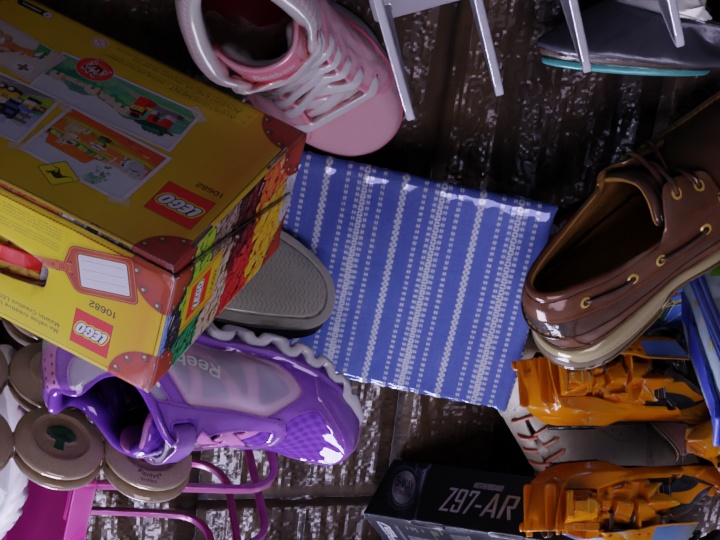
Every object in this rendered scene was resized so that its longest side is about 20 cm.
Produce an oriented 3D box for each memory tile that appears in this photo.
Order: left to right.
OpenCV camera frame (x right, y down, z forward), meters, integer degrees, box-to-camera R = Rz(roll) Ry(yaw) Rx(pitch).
[{"bbox_3d":[-0.191,0.055,1.497,0.199,0.154,0.017,8,133,-18],"label":"memory tile"}]

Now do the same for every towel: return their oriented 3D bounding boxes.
[{"bbox_3d":[0.000,0.000,1.538,0.198,0.024,0.146,12,125,2],"label":"towel"}]

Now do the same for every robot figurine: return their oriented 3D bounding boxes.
[{"bbox_3d":[0.176,0.100,1.576,0.199,0.146,0.058,1,174,-35],"label":"robot figurine"}]

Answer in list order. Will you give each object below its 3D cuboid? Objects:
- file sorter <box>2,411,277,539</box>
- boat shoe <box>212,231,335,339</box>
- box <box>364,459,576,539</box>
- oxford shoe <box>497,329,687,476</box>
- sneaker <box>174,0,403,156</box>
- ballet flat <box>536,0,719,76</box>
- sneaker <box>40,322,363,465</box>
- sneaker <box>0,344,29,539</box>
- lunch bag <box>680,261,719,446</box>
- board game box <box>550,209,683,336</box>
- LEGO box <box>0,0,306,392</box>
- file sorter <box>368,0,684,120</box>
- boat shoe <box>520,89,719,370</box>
[{"bbox_3d":[-0.129,0.149,1.597,0.124,0.139,0.201,3,129,-16],"label":"file sorter"},{"bbox_3d":[-0.113,0.002,1.512,0.198,0.072,0.068,10,149,-4],"label":"boat shoe"},{"bbox_3d":[0.114,0.199,1.682,0.159,0.044,0.200,4,142,40],"label":"box"},{"bbox_3d":[0.117,0.085,1.614,0.199,0.074,0.071,33,151,-30],"label":"oxford shoe"},{"bbox_3d":[-0.038,-0.108,1.423,0.075,0.105,0.200,-29,129,12],"label":"sneaker"},{"bbox_3d":[0.194,-0.132,1.474,0.198,0.073,0.073,7,128,-7],"label":"ballet flat"},{"bbox_3d":[-0.091,0.069,1.463,0.199,0.089,0.080,26,141,-23],"label":"sneaker"},{"bbox_3d":[-0.241,0.125,1.595,0.081,0.075,0.201,8,128,-18],"label":"sneaker"},{"bbox_3d":[0.260,0.039,1.506,0.159,0.201,0.083,-8,130,-2],"label":"lunch bag"},{"bbox_3d":[0.204,-0.022,1.589,0.199,0.020,0.103,-24,128,10],"label":"board game box"},{"bbox_3d":[-0.149,-0.047,1.369,0.199,0.149,0.078,27,129,12],"label":"LEGO box"},{"bbox_3d":[0.094,-0.177,1.375,0.199,0.125,0.139,-15,131,2],"label":"file sorter"},{"bbox_3d":[0.165,-0.034,1.496,0.200,0.072,0.068,-45,144,-8],"label":"boat shoe"}]
